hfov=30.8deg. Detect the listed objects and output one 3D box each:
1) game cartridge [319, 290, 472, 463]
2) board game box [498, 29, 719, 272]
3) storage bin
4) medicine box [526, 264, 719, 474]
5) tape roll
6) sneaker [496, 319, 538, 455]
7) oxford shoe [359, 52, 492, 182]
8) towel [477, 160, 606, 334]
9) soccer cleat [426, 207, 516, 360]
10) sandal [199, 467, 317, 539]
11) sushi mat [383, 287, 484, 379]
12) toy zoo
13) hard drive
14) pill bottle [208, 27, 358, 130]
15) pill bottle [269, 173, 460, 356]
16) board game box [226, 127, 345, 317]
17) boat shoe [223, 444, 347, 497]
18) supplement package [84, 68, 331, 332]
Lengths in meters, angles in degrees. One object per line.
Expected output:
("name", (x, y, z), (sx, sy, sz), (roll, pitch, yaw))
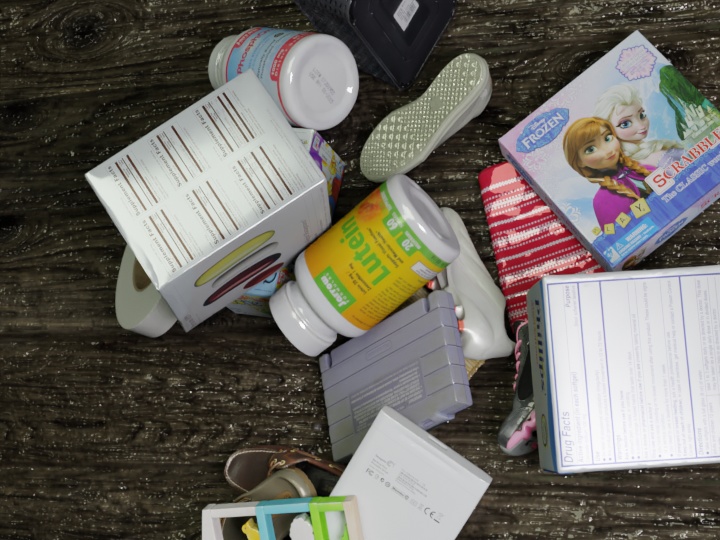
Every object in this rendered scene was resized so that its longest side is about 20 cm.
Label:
("game cartridge", (0.035, 0.119, 1.398), (0.199, 0.038, 0.131), (-31, 62, 41))
("board game box", (0.284, -0.126, 1.398), (0.199, 0.041, 0.200), (-38, 65, -2))
("storage bin", (0.019, -0.318, 1.513), (0.093, 0.200, 0.136), (27, 83, 30))
("medicine box", (0.268, 0.096, 1.253), (0.197, 0.103, 0.185), (-4, 82, 0))
("tape roll", (-0.232, -0.022, 1.547), (0.203, 0.037, 0.205), (-42, 37, 42))
("sneaker", (0.189, 0.095, 1.355), (0.095, 0.079, 0.201), (30, 81, 26))
("oxford shoe", (0.081, -0.171, 1.519), (0.200, 0.058, 0.076), (-42, 66, 21))
("towel", (0.211, -0.043, 1.431), (0.143, 0.022, 0.203), (-18, 65, 18))
("soccer cleat", (0.116, 0.016, 1.432), (0.070, 0.077, 0.202), (123, 148, -41))
("sandal", (-0.122, 0.284, 1.396), (0.081, 0.054, 0.200), (49, 121, 9))
("sushi mat", (0.051, 0.065, 1.465), (0.096, 0.012, 0.200), (-48, 60, 3))
("toy zoo", (-0.089, 0.304, 1.354), (0.197, 0.020, 0.133), (-7, 99, 18))
("hard drive", (0.030, 0.256, 1.334), (0.131, 0.027, 0.201), (33, 108, 9))
("pill bottle", (-0.098, -0.234, 1.561), (0.199, 0.108, 0.110), (19, 78, 51))
("pill bottle", (0.000, 0.000, 1.397), (0.199, 0.111, 0.112), (-40, 60, 16))
("board game box", (-0.101, -0.055, 1.524), (0.104, 0.103, 0.203), (7, 74, 24))
("boat shoe", (-0.068, 0.229, 1.425), (0.198, 0.070, 0.071), (6, 75, 27))
("supplement package", (-0.149, -0.067, 1.362), (0.199, 0.191, 0.148), (-33, 77, -7))
